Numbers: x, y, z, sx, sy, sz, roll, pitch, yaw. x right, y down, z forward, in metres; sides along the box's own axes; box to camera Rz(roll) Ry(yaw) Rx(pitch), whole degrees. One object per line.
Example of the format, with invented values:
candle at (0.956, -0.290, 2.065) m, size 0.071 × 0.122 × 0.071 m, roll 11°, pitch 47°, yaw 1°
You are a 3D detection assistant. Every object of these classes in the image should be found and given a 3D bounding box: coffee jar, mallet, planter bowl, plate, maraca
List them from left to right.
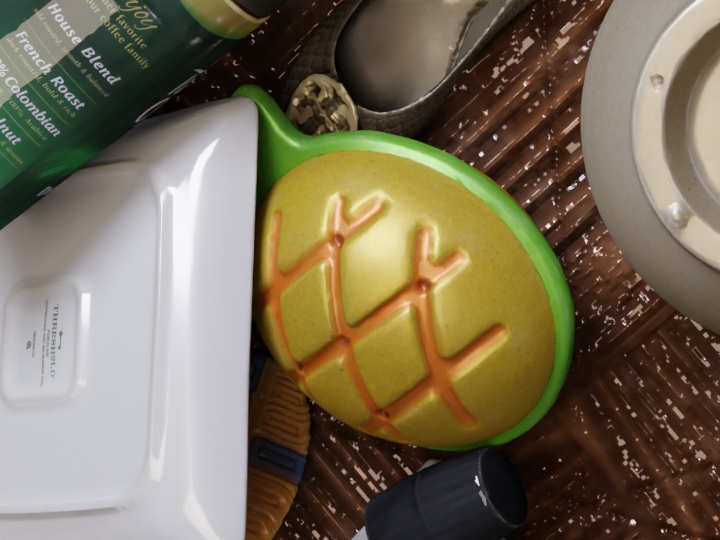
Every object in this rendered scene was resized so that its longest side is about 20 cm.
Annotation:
plate at (-0.126, 0.033, 1.063) m, size 0.200 × 0.032 × 0.200 m, roll -7°, pitch 77°, yaw 42°
coffee jar at (-0.108, -0.101, 1.009) m, size 0.200 × 0.104 × 0.085 m, roll -37°, pitch 100°, yaw 15°
maraca at (0.000, 0.000, 1.045) m, size 0.200 × 0.107 × 0.137 m, roll 28°, pitch 120°, yaw 18°
mallet at (0.044, 0.175, 1.015) m, size 0.066 × 0.041 × 0.201 m, roll -19°, pitch 67°, yaw 32°
planter bowl at (0.175, -0.059, 0.974) m, size 0.199 × 0.135 × 0.201 m, roll 1°, pitch 95°, yaw 17°

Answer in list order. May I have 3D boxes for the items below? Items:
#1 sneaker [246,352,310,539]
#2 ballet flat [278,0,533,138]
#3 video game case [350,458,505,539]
sneaker at (-0.087, 0.130, 1.101) m, size 0.075 × 0.088 × 0.201 m, roll 26°, pitch 78°, yaw -7°
ballet flat at (0.037, -0.114, 1.055) m, size 0.200 × 0.046 × 0.067 m, roll -39°, pitch 83°, yaw 16°
video game case at (0.023, 0.212, 1.054) m, size 0.182 × 0.024 × 0.200 m, roll -47°, pitch 51°, yaw 15°
